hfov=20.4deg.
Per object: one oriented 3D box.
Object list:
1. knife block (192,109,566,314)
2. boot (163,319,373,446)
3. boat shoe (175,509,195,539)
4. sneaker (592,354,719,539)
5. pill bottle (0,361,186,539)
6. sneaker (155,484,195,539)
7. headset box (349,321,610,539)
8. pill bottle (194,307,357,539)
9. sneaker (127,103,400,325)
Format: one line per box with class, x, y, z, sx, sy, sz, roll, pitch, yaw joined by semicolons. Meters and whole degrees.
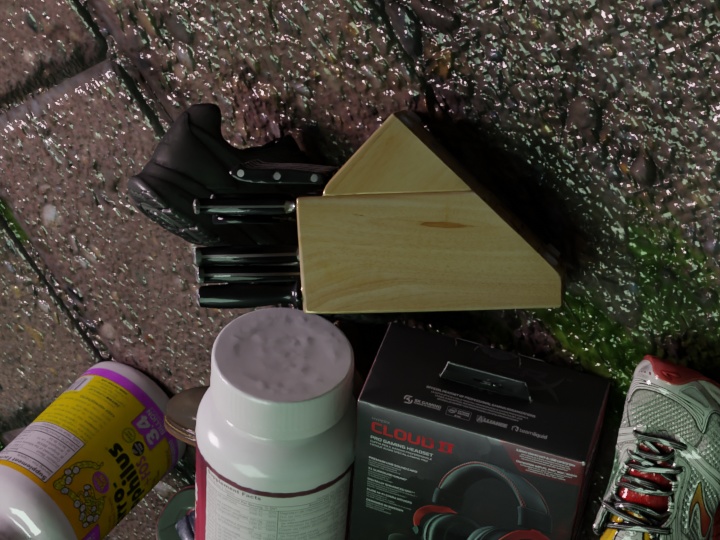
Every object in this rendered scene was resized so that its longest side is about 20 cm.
knife block;0.000;0.000;1.184;0.200;0.064;0.176;43;101;2
boot;-0.065;0.072;1.404;0.199;0.075;0.098;-1;115;33
boat shoe;-0.056;0.241;1.477;0.201;0.091;0.071;55;-174;26
sneaker;0.184;0.136;1.202;0.077;0.082;0.201;21;137;28
pill bottle;-0.231;0.167;1.536;0.104;0.200;0.105;26;140;24
sneaker;-0.064;0.237;1.566;0.199;0.079;0.096;26;162;25
headset box;0.073;0.128;1.279;0.147;0.075;0.201;15;136;10
pill bottle;-0.055;0.129;1.309;0.109;0.109;0.201;26;134;24
sneaker;-0.047;-0.033;1.270;0.199;0.091;0.076;33;168;-23
